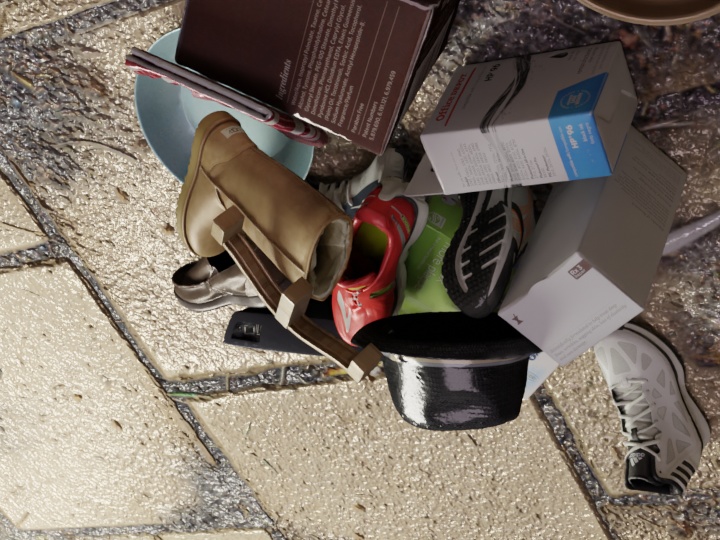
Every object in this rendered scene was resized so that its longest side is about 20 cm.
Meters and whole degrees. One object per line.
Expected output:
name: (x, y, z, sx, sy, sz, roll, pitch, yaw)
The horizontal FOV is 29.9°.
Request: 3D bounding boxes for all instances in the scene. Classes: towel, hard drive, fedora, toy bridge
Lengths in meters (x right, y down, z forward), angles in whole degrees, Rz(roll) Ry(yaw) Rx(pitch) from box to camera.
towel: (-0.115, -0.150, 1.202, 0.144, 0.200, 0.023, 24, 95, 11)
hard drive: (-0.033, 0.059, 1.448, 0.199, 0.135, 0.043, 4, 102, 28)
fedora: (0.088, 0.095, 1.243, 0.200, 0.200, 0.092, 1, 99, 26)
toy bridge: (-0.059, 0.030, 1.215, 0.200, 0.027, 0.067, 45, 156, 9)

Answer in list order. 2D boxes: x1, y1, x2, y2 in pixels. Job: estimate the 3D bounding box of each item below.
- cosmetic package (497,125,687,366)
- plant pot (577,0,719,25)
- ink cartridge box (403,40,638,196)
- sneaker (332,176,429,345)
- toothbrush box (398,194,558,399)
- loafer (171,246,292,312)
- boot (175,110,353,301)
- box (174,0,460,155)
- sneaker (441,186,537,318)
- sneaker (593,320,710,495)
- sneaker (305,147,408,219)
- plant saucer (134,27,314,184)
cosmetic package: (0.207, -0.025, 1.190, 0.081, 0.200, 0.113, 38, 137, -10)
plant pot: (0.225, -0.292, 1.010, 0.200, 0.093, 0.201, 14, 134, 15)
ink cartridge box: (0.131, -0.131, 1.191, 0.199, 0.116, 0.068, -5, 127, 30)
sneaker: (0.000, 0.000, 1.285, 0.077, 0.085, 0.200, 29, 132, 18)
toothbrush box: (0.126, 0.017, 1.356, 0.200, 0.086, 0.146, 30, 137, -4)
loafer: (-0.143, -0.004, 1.472, 0.200, 0.073, 0.071, -5, 119, 48)
boot: (-0.095, -0.035, 1.284, 0.200, 0.066, 0.176, 43, 141, 33)
box: (-0.023, -0.237, 1.134, 0.199, 0.166, 0.164, 24, 137, 4)
sneaker: (0.129, -0.029, 1.234, 0.074, 0.200, 0.080, -24, 125, 35)
sneaker: (0.291, 0.149, 1.373, 0.076, 0.115, 0.201, -18, 120, 38)
sneaker: (-0.035, -0.065, 1.363, 0.129, 0.080, 0.199, 20, 147, -4)
plant saucer: (-0.129, -0.157, 1.345, 0.200, 0.039, 0.202, 14, 127, 19)
